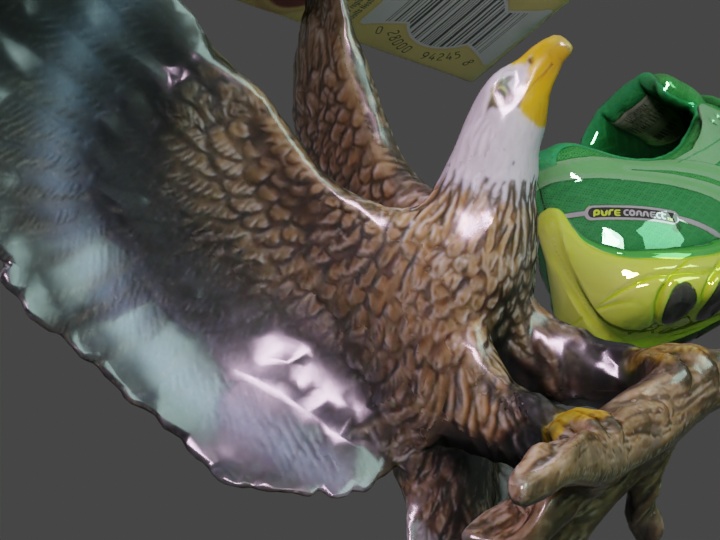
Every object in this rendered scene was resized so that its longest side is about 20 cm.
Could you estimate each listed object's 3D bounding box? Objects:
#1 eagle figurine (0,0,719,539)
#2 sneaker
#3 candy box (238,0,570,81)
[{"bbox_3d":[0.004,-0.006,0.775,0.199,0.151,0.152,33,-15,23],"label":"eagle figurine"},{"bbox_3d":[0.119,-0.030,0.954,0.200,0.074,0.084,-17,76,-54],"label":"sneaker"},{"bbox_3d":[-0.032,-0.140,0.895,0.199,0.055,0.116,16,47,-41],"label":"candy box"}]
